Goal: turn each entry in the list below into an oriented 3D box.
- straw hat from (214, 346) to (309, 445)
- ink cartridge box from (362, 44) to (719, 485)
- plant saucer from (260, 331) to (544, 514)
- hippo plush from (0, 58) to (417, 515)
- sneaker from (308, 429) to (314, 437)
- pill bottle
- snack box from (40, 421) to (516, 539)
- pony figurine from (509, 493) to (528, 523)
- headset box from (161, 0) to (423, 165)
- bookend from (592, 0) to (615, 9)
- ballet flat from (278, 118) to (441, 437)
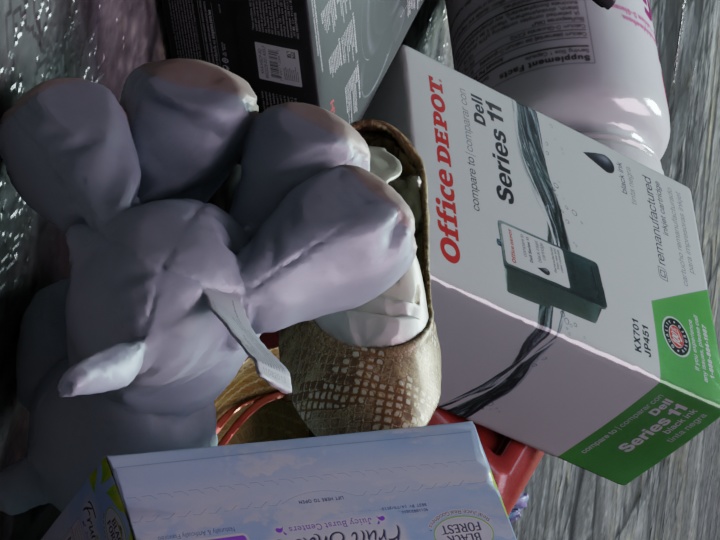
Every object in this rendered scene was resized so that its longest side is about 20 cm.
[{"bbox_3d":[-0.071,0.119,1.353,0.201,0.085,0.202,-24,120,-49],"label":"straw hat"},{"bbox_3d":[0.073,-0.002,1.425,0.200,0.083,0.147,23,45,-32],"label":"ink cartridge box"},{"bbox_3d":[0.033,0.016,1.470,0.037,0.200,0.200,-40,-172,38],"label":"plant saucer"},{"bbox_3d":[-0.067,0.030,1.174,0.200,0.159,0.161,-109,-156,-45],"label":"hippo plush"},{"bbox_3d":[0.012,0.144,1.345,0.091,0.076,0.200,-41,129,-26],"label":"sneaker"},{"bbox_3d":[0.109,-0.107,1.608,0.113,0.113,0.200,70,12,-60],"label":"pill bottle"},{"bbox_3d":[-0.057,0.140,1.171,0.200,0.168,0.068,-52,-130,47],"label":"snack box"},{"bbox_3d":[0.031,0.165,1.536,0.193,0.166,0.200,-38,155,-32],"label":"pony figurine"},{"bbox_3d":[-0.017,-0.165,1.349,0.149,0.075,0.200,83,26,-48],"label":"headset box"},{"bbox_3d":[0.135,-0.255,1.468,0.199,0.092,0.200,-49,-162,11],"label":"bookend"},{"bbox_3d":[0.000,0.000,1.245,0.200,0.070,0.065,-96,-171,-56],"label":"ballet flat"}]
